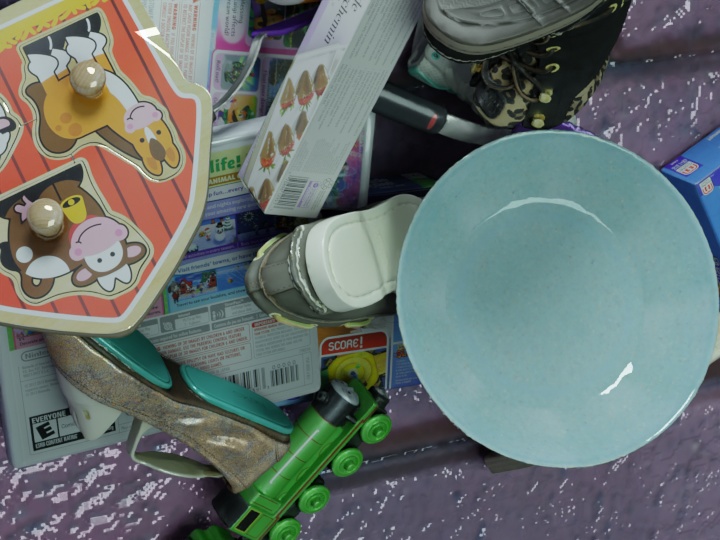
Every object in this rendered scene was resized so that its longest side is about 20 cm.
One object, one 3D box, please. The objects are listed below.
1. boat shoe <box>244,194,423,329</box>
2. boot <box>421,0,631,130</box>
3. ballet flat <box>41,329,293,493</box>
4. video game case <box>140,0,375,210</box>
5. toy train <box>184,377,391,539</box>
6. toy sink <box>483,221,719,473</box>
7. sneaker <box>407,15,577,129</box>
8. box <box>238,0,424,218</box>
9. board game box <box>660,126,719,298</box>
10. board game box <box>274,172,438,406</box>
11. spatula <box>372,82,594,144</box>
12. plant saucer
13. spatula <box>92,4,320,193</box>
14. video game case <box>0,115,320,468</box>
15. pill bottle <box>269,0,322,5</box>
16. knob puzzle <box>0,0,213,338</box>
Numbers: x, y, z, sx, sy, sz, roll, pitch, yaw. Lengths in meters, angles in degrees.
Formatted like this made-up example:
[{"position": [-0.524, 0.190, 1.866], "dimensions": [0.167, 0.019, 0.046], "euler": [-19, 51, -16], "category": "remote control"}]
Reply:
[{"position": [-0.001, -0.003, 1.313], "dimensions": [0.201, 0.060, 0.072], "euler": [-6, 81, -65], "category": "boat shoe"}, {"position": [0.098, -0.138, 1.259], "dimensions": [0.200, 0.073, 0.151], "euler": [-39, 162, -35], "category": "boot"}, {"position": [-0.126, 0.077, 1.275], "dimensions": [0.200, 0.068, 0.067], "euler": [33, 103, -31], "category": "ballet flat"}, {"position": [-0.071, -0.139, 1.307], "dimensions": [0.181, 0.024, 0.201], "euler": [2, 97, -27], "category": "video game case"}, {"position": [-0.058, 0.145, 1.392], "dimensions": [0.200, 0.042, 0.056], "euler": [-50, 135, 9], "category": "toy train"}, {"position": [0.132, 0.046, 1.434], "dimensions": [0.130, 0.200, 0.112], "euler": [-32, 89, -14], "category": "toy sink"}, {"position": [0.075, -0.127, 1.390], "dimensions": [0.088, 0.075, 0.201], "euler": [-24, 107, -14], "category": "sneaker"}, {"position": [-0.008, -0.119, 1.224], "dimensions": [0.041, 0.039, 0.201], "euler": [3, 127, -37], "category": "box"}, {"position": [0.313, -0.029, 1.563], "dimensions": [0.152, 0.045, 0.201], "euler": [-36, 121, -14], "category": "board game box"}, {"position": [-0.042, 0.016, 1.386], "dimensions": [0.199, 0.034, 0.136], "euler": [-7, 109, -27], "category": "board game box"}, {"position": [0.061, -0.088, 1.343], "dimensions": [0.199, 0.021, 0.057], "euler": [19, 117, -26], "category": "spatula"}, {"position": [0.114, 0.018, 1.312], "dimensions": [0.200, 0.039, 0.202], "euler": [2, 82, -13], "category": "plant saucer"}, {"position": [-0.077, -0.104, 1.256], "dimensions": [0.200, 0.056, 0.021], "euler": [-43, 110, -19], "category": "spatula"}, {"position": [-0.122, 0.011, 1.297], "dimensions": [0.199, 0.022, 0.183], "euler": [-13, 118, -19], "category": "video game case"}, {"position": [0.032, -0.220, 1.270], "dimensions": [0.199, 0.112, 0.113], "euler": [-12, 112, -25], "category": "pill bottle"}, {"position": [-0.171, -0.055, 1.204], "dimensions": [0.218, 0.030, 0.221], "euler": [0, 74, 0], "category": "knob puzzle"}]
